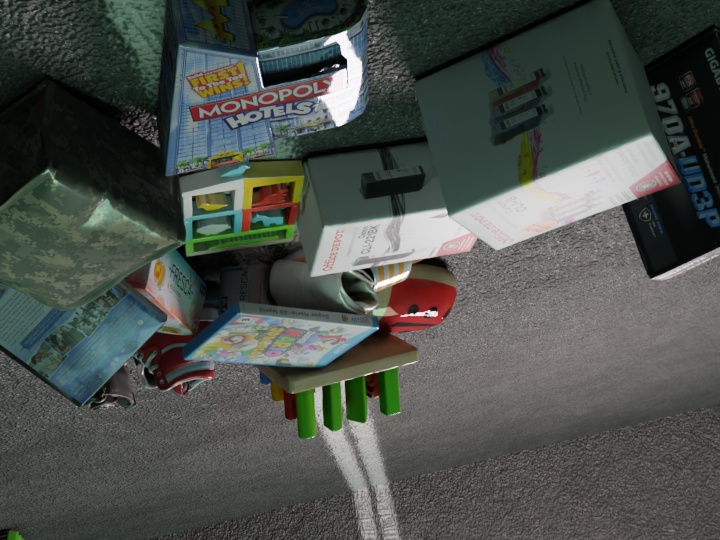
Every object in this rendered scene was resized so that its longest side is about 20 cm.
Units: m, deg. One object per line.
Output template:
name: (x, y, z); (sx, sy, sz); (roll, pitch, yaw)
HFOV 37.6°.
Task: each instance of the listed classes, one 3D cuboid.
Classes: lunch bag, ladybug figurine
lunch bag: (-0.281, -0.051, 0.944); (0.199, 0.119, 0.163); (-29, 145, 26)
ladybug figurine: (0.058, 0.043, 1.490); (0.198, 0.073, 0.136); (1, 155, -34)

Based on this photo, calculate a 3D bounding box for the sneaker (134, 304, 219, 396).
sneaker: (-0.272, 0.102, 1.337); (0.197, 0.114, 0.071); (-3, 174, 17)

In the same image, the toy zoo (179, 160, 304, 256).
toy zoo: (-0.130, -0.071, 1.147); (0.129, 0.021, 0.200); (-9, 160, -12)

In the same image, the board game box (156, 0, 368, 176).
board game box: (-0.086, -0.165, 0.868); (0.197, 0.063, 0.200); (-12, 161, -3)

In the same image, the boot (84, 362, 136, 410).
boot: (-0.302, 0.065, 1.172); (0.068, 0.177, 0.200); (-16, 161, 11)

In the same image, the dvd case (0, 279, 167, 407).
dvd case: (-0.317, 0.035, 1.076); (0.143, 0.018, 0.200); (-43, 113, 14)

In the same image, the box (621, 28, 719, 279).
box: (0.332, -0.112, 1.066); (0.158, 0.203, 0.046); (-29, 159, 38)

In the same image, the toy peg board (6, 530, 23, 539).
toy peg board: (-0.918, 0.699, 2.604); (0.196, 0.099, 0.200); (6, 156, -8)

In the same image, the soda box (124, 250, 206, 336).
soda box: (-0.234, 0.015, 1.198); (0.063, 0.069, 0.200); (7, 162, 9)

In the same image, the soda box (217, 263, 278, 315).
soda box: (-0.110, 0.047, 1.392); (0.067, 0.065, 0.200); (-5, 163, 22)

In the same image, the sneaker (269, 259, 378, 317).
sneaker: (-0.025, 0.055, 1.338); (0.114, 0.075, 0.200); (1, 151, 24)

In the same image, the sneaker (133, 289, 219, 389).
sneaker: (-0.241, 0.093, 1.419); (0.069, 0.083, 0.200); (7, 150, -37)

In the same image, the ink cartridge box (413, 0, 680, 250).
ink cartridge box: (0.175, -0.130, 1.002); (0.198, 0.147, 0.145); (-20, 159, 22)

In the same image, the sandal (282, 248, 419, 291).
sandal: (-0.002, 0.003, 1.366); (0.204, 0.060, 0.079); (-7, 160, -16)

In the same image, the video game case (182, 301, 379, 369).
video game case: (-0.096, 0.082, 1.280); (0.198, 0.018, 0.143); (7, 150, -35)

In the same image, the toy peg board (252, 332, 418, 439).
toy peg board: (-0.050, 0.149, 1.491); (0.198, 0.099, 0.199); (-11, -162, -27)

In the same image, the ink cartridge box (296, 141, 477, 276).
ink cartridge box: (0.035, -0.069, 1.163); (0.197, 0.085, 0.145); (-8, 160, -12)
